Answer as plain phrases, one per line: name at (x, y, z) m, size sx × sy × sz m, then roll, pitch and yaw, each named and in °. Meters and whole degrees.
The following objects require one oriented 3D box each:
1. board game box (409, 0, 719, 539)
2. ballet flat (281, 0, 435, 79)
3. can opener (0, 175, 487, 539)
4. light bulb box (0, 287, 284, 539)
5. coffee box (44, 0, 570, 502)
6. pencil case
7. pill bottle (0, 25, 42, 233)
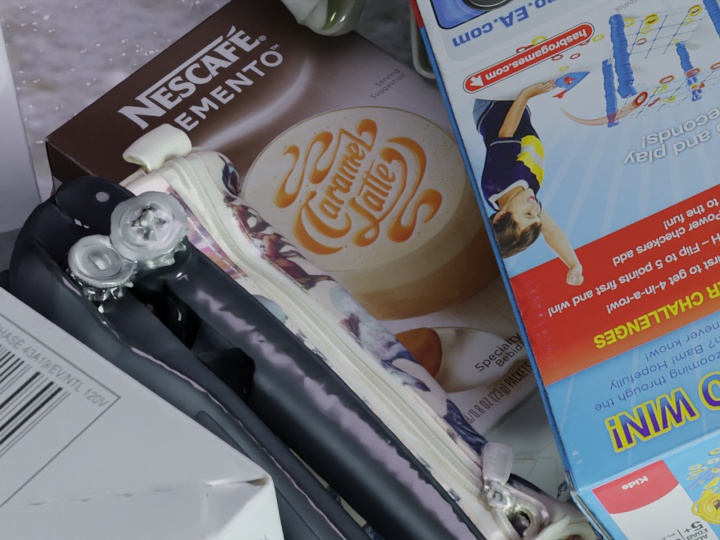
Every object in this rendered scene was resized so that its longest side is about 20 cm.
board game box at (0.131, -0.043, 0.841) m, size 0.199 × 0.056 × 0.196 m, roll -24°, pitch 53°, yaw 11°
ballet flat at (0.015, -0.102, 1.014) m, size 0.199 × 0.070 × 0.070 m, roll 19°, pitch 54°, yaw 17°
can opener at (-0.028, 0.043, 0.838) m, size 0.200 × 0.079 × 0.063 m, roll 36°, pitch 59°, yaw 25°
light bulb box at (-0.121, 0.110, 0.857) m, size 0.198 × 0.200 × 0.125 m, roll 33°, pitch 60°, yaw 29°
coffee box at (0.000, 0.000, 1.019) m, size 0.200 × 0.080 × 0.114 m, roll 35°, pitch 59°, yaw 29°
pencil case at (-0.012, 0.045, 0.899) m, size 0.078 × 0.090 × 0.200 m, roll -16°, pitch 51°, yaw -44°
pill bottle at (-0.216, -0.034, 1.047) m, size 0.199 × 0.111 × 0.111 m, roll -13°, pitch 50°, yaw -7°
